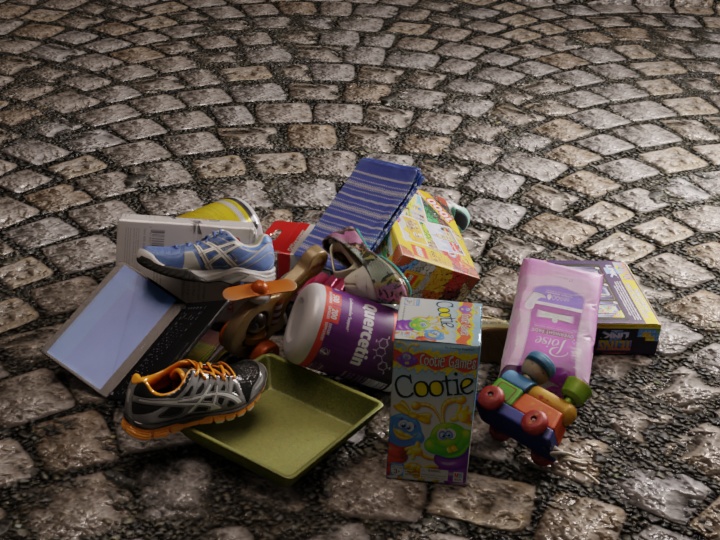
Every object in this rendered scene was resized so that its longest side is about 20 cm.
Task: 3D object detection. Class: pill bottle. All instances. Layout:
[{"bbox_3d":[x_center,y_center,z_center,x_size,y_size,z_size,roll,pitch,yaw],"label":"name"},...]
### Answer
[{"bbox_3d":[0.003,0.096,1.549,0.199,0.113,0.113,18,24,-16],"label":"pill bottle"},{"bbox_3d":[-0.259,-0.038,1.813,0.112,0.112,0.200,25,35,35],"label":"pill bottle"}]

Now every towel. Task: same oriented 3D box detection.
[{"bbox_3d":[-0.299,0.111,1.627,0.199,0.023,0.144,12,30,19],"label":"towel"},{"bbox_3d":[-0.003,-0.087,1.751,0.145,0.024,0.200,19,68,45],"label":"towel"}]

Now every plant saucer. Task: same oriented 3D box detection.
[{"bbox_3d":[-0.105,0.196,1.455,0.199,0.048,0.200,21,33,30],"label":"plant saucer"}]

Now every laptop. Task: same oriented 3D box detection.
[{"bbox_3d":[-0.302,0.077,1.527,0.200,0.103,0.177,-6,42,56],"label":"laptop"}]

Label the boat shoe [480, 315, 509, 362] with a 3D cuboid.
[{"bbox_3d":[0.131,0.093,1.653,0.199,0.074,0.063,8,20,-12],"label":"boat shoe"}]

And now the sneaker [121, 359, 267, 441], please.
[{"bbox_3d":[-0.200,0.145,1.413,0.199,0.078,0.078,-18,32,-36],"label":"sneaker"}]

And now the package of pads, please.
[{"bbox_3d":[0.266,0.082,1.594,0.120,0.076,0.201,11,54,9],"label":"package of pads"}]

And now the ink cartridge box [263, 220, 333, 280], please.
[{"bbox_3d":[-0.061,-0.017,1.837,0.199,0.068,0.116,9,28,12],"label":"ink cartridge box"}]

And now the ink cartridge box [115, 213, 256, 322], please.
[{"bbox_3d":[-0.257,-0.004,1.683,0.199,0.146,0.085,4,8,-8],"label":"ink cartridge box"}]

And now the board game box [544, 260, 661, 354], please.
[{"bbox_3d":[0.349,0.054,1.751,0.164,0.057,0.200,2,28,-5],"label":"board game box"}]

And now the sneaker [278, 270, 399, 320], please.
[{"bbox_3d":[-0.030,0.056,1.667,0.199,0.096,0.079,8,30,28],"label":"sneaker"}]

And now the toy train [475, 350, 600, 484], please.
[{"bbox_3d":[0.251,0.182,1.431,0.200,0.085,0.116,27,63,39],"label":"toy train"}]

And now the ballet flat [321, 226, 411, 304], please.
[{"bbox_3d":[0.000,0.000,1.603,0.071,0.069,0.200,-20,34,-16],"label":"ballet flat"}]

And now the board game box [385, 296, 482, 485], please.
[{"bbox_3d":[0.090,0.147,1.400,0.102,0.201,0.105,5,28,5],"label":"board game box"}]

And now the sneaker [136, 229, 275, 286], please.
[{"bbox_3d":[-0.216,-0.021,1.613,0.199,0.077,0.076,5,4,-21],"label":"sneaker"}]

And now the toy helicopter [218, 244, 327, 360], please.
[{"bbox_3d":[-0.119,0.034,1.584,0.079,0.132,0.200,33,68,27],"label":"toy helicopter"}]

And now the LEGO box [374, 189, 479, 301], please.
[{"bbox_3d":[0.082,-0.044,1.791,0.148,0.077,0.200,16,35,-29],"label":"LEGO box"}]

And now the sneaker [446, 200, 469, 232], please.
[{"bbox_3d":[0.085,-0.111,2.014,0.199,0.078,0.140,-1,29,-8],"label":"sneaker"}]
